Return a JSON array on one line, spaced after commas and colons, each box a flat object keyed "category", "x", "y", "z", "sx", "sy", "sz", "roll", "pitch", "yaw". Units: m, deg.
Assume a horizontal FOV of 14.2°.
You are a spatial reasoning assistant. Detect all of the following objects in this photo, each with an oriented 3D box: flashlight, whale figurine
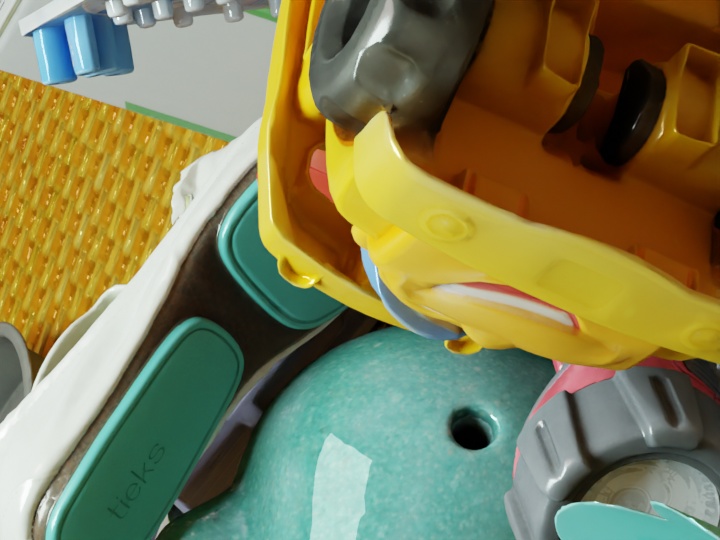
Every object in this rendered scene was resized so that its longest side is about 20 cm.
[{"category": "flashlight", "x": 0.062, "y": 0.023, "z": 0.810, "sx": 0.200, "sy": 0.067, "sz": 0.068, "roll": -107, "pitch": 21, "yaw": -63}, {"category": "whale figurine", "x": 0.014, "y": 0.102, "z": 0.851, "sx": 0.104, "sy": 0.158, "sz": 0.201, "roll": 107, "pitch": -175, "yaw": -53}]

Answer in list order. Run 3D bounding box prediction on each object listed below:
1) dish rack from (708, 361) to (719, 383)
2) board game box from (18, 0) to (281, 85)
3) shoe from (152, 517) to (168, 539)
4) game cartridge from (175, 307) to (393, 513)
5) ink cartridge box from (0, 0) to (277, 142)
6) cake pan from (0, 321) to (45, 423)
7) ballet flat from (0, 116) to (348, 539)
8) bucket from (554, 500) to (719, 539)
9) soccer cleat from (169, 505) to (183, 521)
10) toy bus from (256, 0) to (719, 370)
[{"category": "dish rack", "x": 0.135, "y": -0.032, "z": 0.779, "sx": 0.172, "sy": 0.043, "sz": 0.201, "roll": -114, "pitch": 36, "yaw": -68}, {"category": "board game box", "x": 0.010, "y": -0.101, "z": 0.971, "sx": 0.200, "sy": 0.199, "sz": 0.026, "roll": -15, "pitch": 85, "yaw": 63}, {"category": "shoe", "x": -0.116, "y": 0.074, "z": 1.248, "sx": 0.071, "sy": 0.091, "sz": 0.201, "roll": 11, "pitch": 84, "yaw": 66}, {"category": "game cartridge", "x": 0.000, "y": 0.000, "z": 0.972, "sx": 0.200, "sy": 0.038, "sz": 0.130, "roll": -51, "pitch": -12, "yaw": -7}, {"category": "ink cartridge box", "x": -0.084, "y": -0.166, "z": 1.276, "sx": 0.084, "sy": 0.145, "sz": 0.201, "roll": -52, "pitch": 30, "yaw": 41}, {"category": "cake pan", "x": -0.190, "y": 0.127, "z": 1.444, "sx": 0.200, "sy": 0.037, "sz": 0.201, "roll": -46, "pitch": 35, "yaw": 47}, {"category": "ballet flat", "x": -0.048, "y": 0.005, "z": 0.870, "sx": 0.200, "sy": 0.069, "sz": 0.069, "roll": -51, "pitch": 20, "yaw": -12}, {"category": "bucket", "x": 0.095, "y": 0.165, "z": 0.663, "sx": 0.207, "sy": 0.134, "sz": 0.208, "roll": -47, "pitch": 33, "yaw": 45}, {"category": "soccer cleat", "x": -0.036, "y": 0.075, "z": 1.091, "sx": 0.081, "sy": 0.067, "sz": 0.200, "roll": -55, "pitch": 26, "yaw": 5}, {"category": "toy bus", "x": 0.030, "y": -0.047, "z": 0.747, "sx": 0.192, "sy": 0.135, "sz": 0.201, "roll": -43, "pitch": 30, "yaw": 48}]
